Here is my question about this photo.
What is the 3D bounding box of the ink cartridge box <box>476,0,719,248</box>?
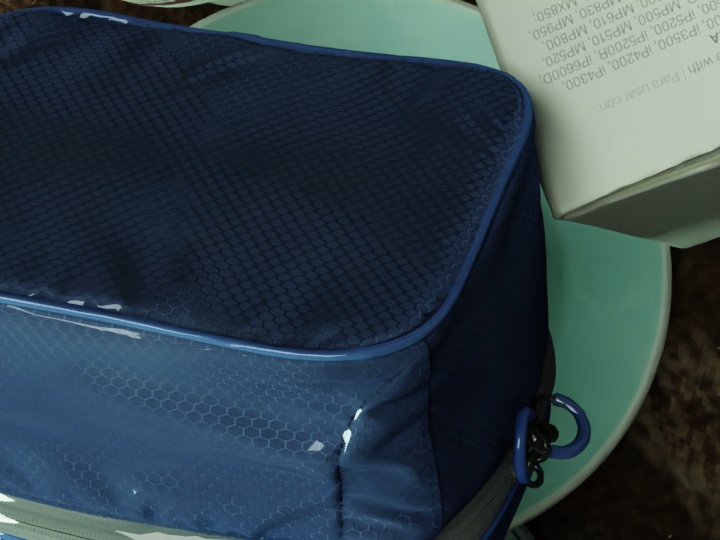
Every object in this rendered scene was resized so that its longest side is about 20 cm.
[{"bbox_3d":[0.082,-0.114,0.751,0.083,0.145,0.201,-23,79,20],"label":"ink cartridge box"}]

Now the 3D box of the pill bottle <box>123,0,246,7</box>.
[{"bbox_3d":[-0.075,-0.142,0.787,0.109,0.200,0.110,-1,87,22],"label":"pill bottle"}]

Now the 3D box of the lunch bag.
[{"bbox_3d":[-0.034,0.023,0.691,0.199,0.136,0.133,11,131,17],"label":"lunch bag"}]

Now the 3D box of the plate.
[{"bbox_3d":[0.000,0.000,0.808,0.199,0.026,0.201,1,68,-3],"label":"plate"}]

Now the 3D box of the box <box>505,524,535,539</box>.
[{"bbox_3d":[-0.069,0.089,0.816,0.200,0.044,0.160,-35,73,-9],"label":"box"}]
